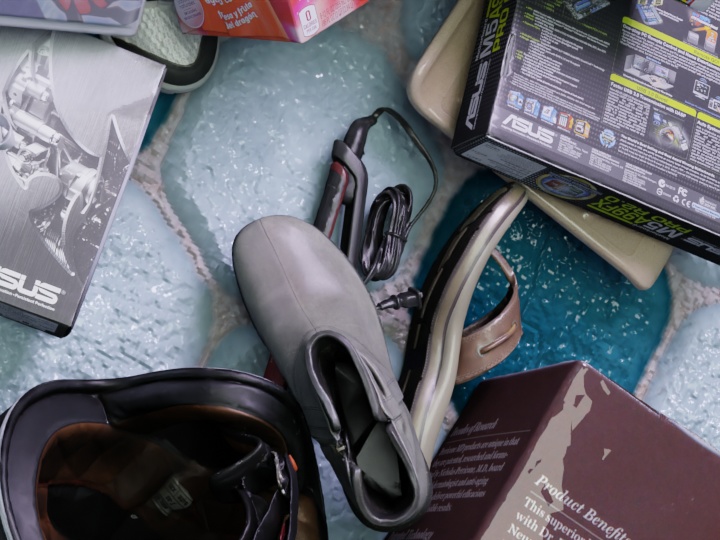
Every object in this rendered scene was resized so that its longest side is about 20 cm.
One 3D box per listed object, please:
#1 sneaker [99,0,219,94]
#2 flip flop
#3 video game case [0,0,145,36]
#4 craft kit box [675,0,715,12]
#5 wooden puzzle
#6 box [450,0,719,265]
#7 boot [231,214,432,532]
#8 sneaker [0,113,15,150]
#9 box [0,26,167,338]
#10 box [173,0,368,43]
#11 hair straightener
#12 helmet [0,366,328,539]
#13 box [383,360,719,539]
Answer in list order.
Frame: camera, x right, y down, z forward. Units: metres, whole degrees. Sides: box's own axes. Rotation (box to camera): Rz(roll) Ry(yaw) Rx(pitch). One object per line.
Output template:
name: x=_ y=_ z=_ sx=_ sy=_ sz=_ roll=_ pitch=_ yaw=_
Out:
sneaker: x=-0.118 y=-0.201 z=1.353 sx=0.075 sy=0.088 sz=0.201 roll=-11 pitch=88 yaw=-21
flip flop: x=0.060 y=0.046 z=1.385 sx=0.057 sy=0.081 sz=0.201 roll=19 pitch=82 yaw=-9
video game case: x=-0.189 y=-0.206 z=1.217 sx=0.199 sy=0.023 sz=0.183 roll=2 pitch=127 yaw=-24
craft kit box: x=0.115 y=-0.259 z=1.329 sx=0.197 sy=0.049 sz=0.201 roll=17 pitch=55 yaw=-23
wooden puzzle: x=0.137 y=-0.114 z=1.444 sx=0.200 sy=0.046 sz=0.186 roll=39 pitch=67 yaw=-15
box: x=0.162 y=-0.110 z=1.403 sx=0.199 sy=0.044 sz=0.161 roll=21 pitch=70 yaw=-22
boot: x=-0.012 y=0.046 z=1.288 sx=0.068 sy=0.131 sz=0.200 roll=-26 pitch=78 yaw=-3
sneaker: x=-0.262 y=-0.027 z=1.223 sx=0.115 sy=0.075 sz=0.200 roll=29 pitch=66 yaw=-4
box: x=-0.225 y=-0.071 z=1.309 sx=0.199 sy=0.048 sz=0.159 roll=21 pitch=78 yaw=-7
box: x=-0.016 y=-0.212 z=1.337 sx=0.200 sy=0.095 sz=0.100 roll=-36 pitch=122 yaw=-39
hair straightener: x=0.000 y=0.000 z=1.398 sx=0.077 sy=0.041 sz=0.201 roll=19 pitch=74 yaw=-16
helmet: x=-0.120 y=0.150 z=1.253 sx=0.190 sy=0.200 sz=0.201 roll=-7 pitch=85 yaw=8
box: x=0.109 y=0.181 z=1.339 sx=0.166 sy=0.164 sz=0.200 roll=36 pitch=74 yaw=-10
